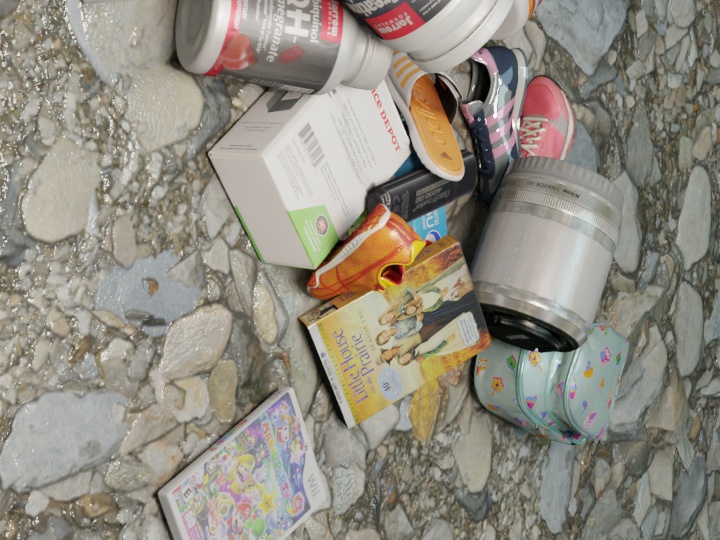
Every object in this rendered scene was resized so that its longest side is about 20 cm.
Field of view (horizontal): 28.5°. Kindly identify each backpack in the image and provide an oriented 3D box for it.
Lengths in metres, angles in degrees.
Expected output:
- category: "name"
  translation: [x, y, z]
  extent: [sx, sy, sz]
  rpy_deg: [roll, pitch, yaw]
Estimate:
- category: "backpack"
  translation: [0.243, 0.123, 1.822]
  extent: [0.199, 0.152, 0.178]
  rpy_deg: [28, 78, -40]

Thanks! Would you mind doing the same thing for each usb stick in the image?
- category: "usb stick"
  translation: [0.070, -0.088, 1.559]
  extent: [0.199, 0.032, 0.056]
  rpy_deg: [-27, 127, -52]

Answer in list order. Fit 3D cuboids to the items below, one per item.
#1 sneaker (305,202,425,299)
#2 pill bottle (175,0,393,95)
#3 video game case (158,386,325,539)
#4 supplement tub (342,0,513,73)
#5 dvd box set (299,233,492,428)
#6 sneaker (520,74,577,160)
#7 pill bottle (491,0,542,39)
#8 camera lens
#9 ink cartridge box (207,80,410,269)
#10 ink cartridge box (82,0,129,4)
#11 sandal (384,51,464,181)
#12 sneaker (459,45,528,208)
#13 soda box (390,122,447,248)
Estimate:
- category: "sneaker"
  translation: [0.000, 0.000, 1.480]
  extent: [0.077, 0.200, 0.073]
  rpy_deg: [42, 64, -7]
- category: "pill bottle"
  translation: [-0.071, -0.232, 1.375]
  extent: [0.197, 0.110, 0.113]
  rpy_deg: [7, 89, -28]
- category: "video game case"
  translation: [-0.118, 0.235, 1.479]
  extent: [0.200, 0.018, 0.145]
  rpy_deg: [-39, 122, -42]
- category: "supplement tub"
  translation: [0.037, -0.295, 1.310]
  extent: [0.200, 0.139, 0.141]
  rpy_deg: [42, 62, -28]
- category: "dvd box set"
  translation: [0.042, 0.069, 1.589]
  extent: [0.198, 0.029, 0.148]
  rpy_deg: [-28, 119, -14]
- category: "sneaker"
  translation: [0.226, -0.151, 1.827]
  extent: [0.086, 0.073, 0.203]
  rpy_deg: [-3, 97, -49]
- category: "pill bottle"
  translation: [0.193, -0.383, 1.730]
  extent: [0.201, 0.112, 0.114]
  rpy_deg: [-52, 131, -33]
- category: "camera lens"
  translation: [0.217, -0.014, 1.683]
  extent: [0.160, 0.159, 0.202]
  rpy_deg: [34, 72, -47]
- category: "ink cartridge box"
  translation: [-0.048, -0.123, 1.485]
  extent: [0.200, 0.083, 0.147]
  rpy_deg: [-51, 131, -34]
- category: "ink cartridge box"
  translation: [-0.185, -0.351, 1.292]
  extent: [0.200, 0.083, 0.147]
  rpy_deg: [-42, 124, -40]
- category: "sandal"
  translation: [0.083, -0.188, 1.571]
  extent: [0.078, 0.059, 0.208]
  rpy_deg: [12, 42, -37]
- category: "sneaker"
  translation: [0.154, -0.177, 1.757]
  extent: [0.081, 0.070, 0.203]
  rpy_deg: [1, 95, -28]
- category: "soda box"
  translation: [0.054, -0.066, 1.629]
  extent: [0.064, 0.067, 0.203]
  rpy_deg: [-20, 109, -47]
